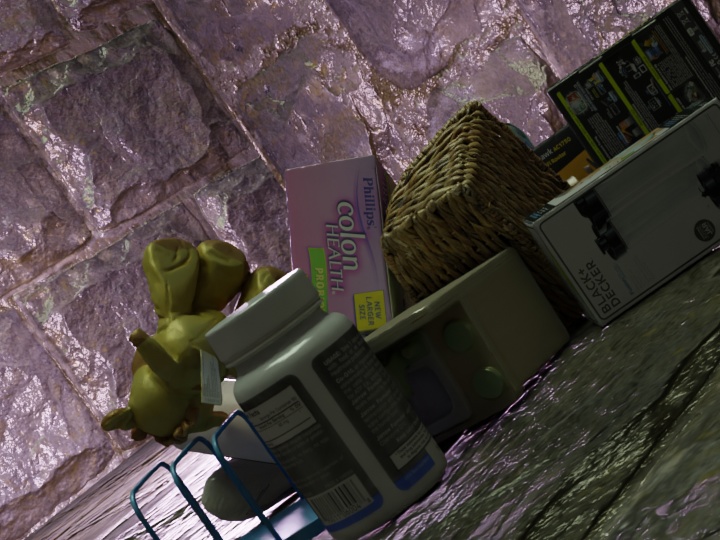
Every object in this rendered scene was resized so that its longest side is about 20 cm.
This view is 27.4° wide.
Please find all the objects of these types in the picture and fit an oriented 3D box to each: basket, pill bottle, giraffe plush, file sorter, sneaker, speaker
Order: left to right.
[{"bbox_3d":[-0.159,0.090,1.389,0.162,0.172,0.200,-54,15,42],"label":"giraffe plush"},{"bbox_3d":[-0.103,0.151,1.482,0.200,0.081,0.081,2,27,39],"label":"speaker"},{"bbox_3d":[-0.088,0.186,1.332,0.200,0.123,0.139,-35,2,11],"label":"file sorter"},{"bbox_3d":[-0.075,0.198,1.546,0.200,0.072,0.072,-29,-11,11],"label":"sneaker"},{"bbox_3d":[-0.030,0.106,1.185,0.114,0.200,0.114,-34,3,2],"label":"pill bottle"},{"bbox_3d":[0.122,-0.034,1.444,0.143,0.200,0.149,-36,27,33],"label":"basket"}]

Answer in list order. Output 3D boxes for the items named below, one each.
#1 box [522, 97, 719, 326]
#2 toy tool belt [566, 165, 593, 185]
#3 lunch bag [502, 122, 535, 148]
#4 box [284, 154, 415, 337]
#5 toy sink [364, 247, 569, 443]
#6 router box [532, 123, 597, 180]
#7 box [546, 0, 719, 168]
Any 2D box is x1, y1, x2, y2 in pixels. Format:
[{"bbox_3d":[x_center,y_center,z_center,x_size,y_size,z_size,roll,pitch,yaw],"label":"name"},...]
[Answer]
[{"bbox_3d":[0.261,-0.052,1.330,0.200,0.117,0.060,-33,6,1],"label":"box"},{"bbox_3d":[0.277,-0.082,1.537,0.125,0.123,0.200,-36,3,-21],"label":"toy tool belt"},{"bbox_3d":[0.173,-0.069,1.770,0.160,0.200,0.077,-27,-8,-41],"label":"lunch bag"},{"bbox_3d":[0.000,0.000,1.514,0.097,0.176,0.200,-8,-15,11],"label":"box"},{"bbox_3d":[0.079,0.078,1.301,0.130,0.112,0.200,-33,-2,30],"label":"toy sink"},{"bbox_3d":[0.289,-0.115,1.686,0.200,0.149,0.051,-36,2,-5],"label":"router box"},{"bbox_3d":[0.297,-0.135,1.408,0.160,0.200,0.044,-35,2,12],"label":"box"}]
